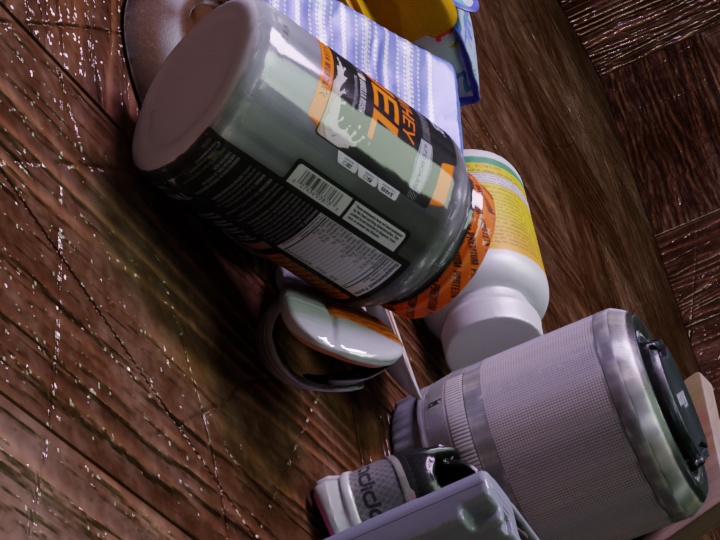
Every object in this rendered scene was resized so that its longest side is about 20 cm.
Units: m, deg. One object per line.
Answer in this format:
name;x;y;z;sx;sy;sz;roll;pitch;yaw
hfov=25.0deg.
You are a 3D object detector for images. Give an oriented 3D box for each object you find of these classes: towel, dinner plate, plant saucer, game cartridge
towel;0.002;-0.119;1.102;0.200;0.024;0.145;24;52;-39
dinner plate;0.000;0.000;1.150;0.200;0.024;0.201;-19;90;-89
plant saucer;-0.082;-0.104;1.057;0.200;0.032;0.200;51;25;-35
game cartridge;0.052;0.196;0.909;0.200;0.133;0.042;54;20;-41

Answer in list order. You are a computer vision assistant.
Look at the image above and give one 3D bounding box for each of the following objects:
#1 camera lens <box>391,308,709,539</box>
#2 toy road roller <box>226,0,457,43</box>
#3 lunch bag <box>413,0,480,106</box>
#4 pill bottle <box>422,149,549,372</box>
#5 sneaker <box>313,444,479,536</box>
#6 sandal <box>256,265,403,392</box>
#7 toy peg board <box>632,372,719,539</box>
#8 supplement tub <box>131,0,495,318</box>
camera lens;0.143;0.130;1.185;0.160;0.200;0.160;58;17;-30
toy road roller;-0.008;-0.208;1.245;0.123;0.146;0.200;59;12;-27
lunch bag;0.035;-0.264;1.485;0.200;0.127;0.170;66;10;-51
pill bottle;0.102;-0.002;1.406;0.113;0.113;0.200;53;20;-41
sneaker;0.047;0.158;1.035;0.200;0.087;0.074;39;32;-61
sandal;-0.026;0.044;0.999;0.079;0.059;0.207;25;6;-9
toy peg board;0.198;0.170;1.367;0.098;0.200;0.199;43;22;-15
supplement tub;-0.023;-0.059;0.949;0.200;0.123;0.123;32;32;-30
